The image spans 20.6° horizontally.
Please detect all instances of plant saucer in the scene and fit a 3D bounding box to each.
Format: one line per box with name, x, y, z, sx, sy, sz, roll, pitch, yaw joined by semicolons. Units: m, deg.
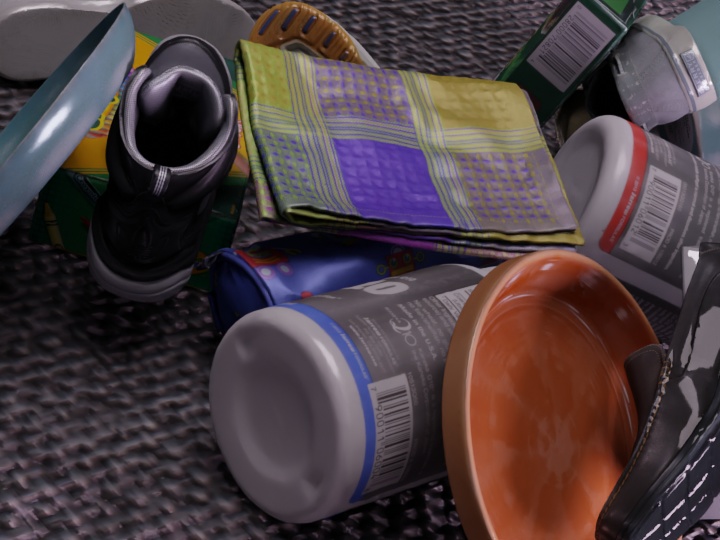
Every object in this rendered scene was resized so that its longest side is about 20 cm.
plant saucer;-0.186;-0.063;1.093;0.027;0.200;0.200;41;29;-13
plant saucer;0.106;0.090;1.036;0.032;0.201;0.200;-13;8;40

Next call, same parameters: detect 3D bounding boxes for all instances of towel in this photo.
towel;0.027;-0.071;1.153;0.199;0.023;0.144;7;48;-23

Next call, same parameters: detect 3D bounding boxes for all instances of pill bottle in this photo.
pill bottle;0.027;0.059;1.074;0.200;0.114;0.114;-13;44;-42
pill bottle;0.213;-0.008;1.254;0.199;0.116;0.116;25;29;-16

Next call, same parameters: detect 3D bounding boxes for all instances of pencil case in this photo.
pencil case;0.000;0.000;1.162;0.200;0.078;0.087;-21;22;-33

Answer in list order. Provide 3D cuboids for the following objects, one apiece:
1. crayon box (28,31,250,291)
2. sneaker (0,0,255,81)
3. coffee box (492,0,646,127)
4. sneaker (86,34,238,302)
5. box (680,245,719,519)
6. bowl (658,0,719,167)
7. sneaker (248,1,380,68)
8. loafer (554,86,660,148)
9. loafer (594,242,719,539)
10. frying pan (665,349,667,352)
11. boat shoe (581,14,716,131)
crayon box;-0.129;-0.075;1.250;0.118;0.058;0.200;16;32;-6
sneaker;-0.171;-0.174;1.376;0.199;0.076;0.089;0;24;-25
coffee box;0.116;-0.125;1.324;0.044;0.200;0.123;40;34;-2
sneaker;-0.100;-0.086;1.117;0.075;0.114;0.201;16;48;-7
box;0.280;0.057;1.095;0.199;0.041;0.156;-4;61;11
bowl;0.268;-0.114;1.424;0.105;0.201;0.201;-13;40;-11
sneaker;0.013;-0.097;1.302;0.200;0.075;0.088;49;4;8
loafer;0.172;-0.071;1.388;0.069;0.075;0.200;10;32;-21
loafer;0.171;0.068;1.050;0.072;0.073;0.200;25;60;24
frying pan;0.114;0.036;1.241;0.189;0.031;0.115;25;32;16
boat shoe;0.181;-0.126;1.317;0.071;0.070;0.201;-23;6;1
